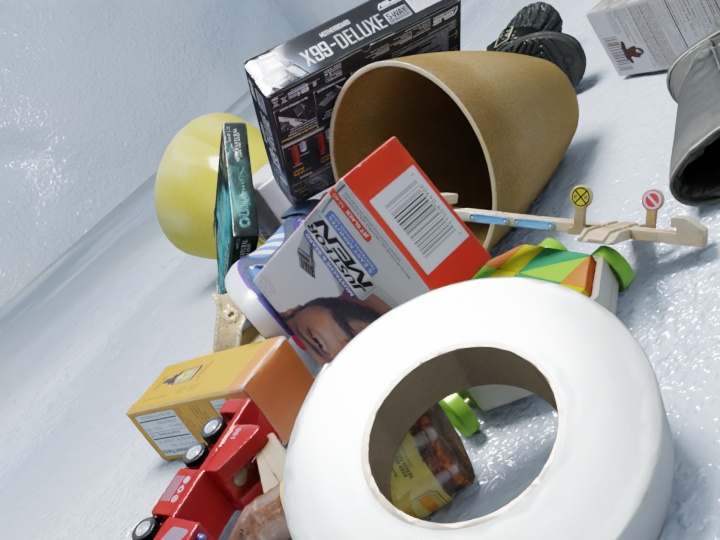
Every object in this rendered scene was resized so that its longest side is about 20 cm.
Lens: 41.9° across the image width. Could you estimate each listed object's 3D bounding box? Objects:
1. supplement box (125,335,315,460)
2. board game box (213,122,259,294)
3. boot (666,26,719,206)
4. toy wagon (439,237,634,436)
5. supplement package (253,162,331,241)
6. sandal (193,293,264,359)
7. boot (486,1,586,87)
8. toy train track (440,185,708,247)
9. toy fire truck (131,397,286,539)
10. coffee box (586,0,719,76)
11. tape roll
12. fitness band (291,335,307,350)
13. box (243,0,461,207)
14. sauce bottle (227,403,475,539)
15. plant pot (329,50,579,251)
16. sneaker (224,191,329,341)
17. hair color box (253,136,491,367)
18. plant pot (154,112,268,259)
[{"bbox_3d":[-0.124,0.116,0.827,0.198,0.069,0.067,-15,27,46],"label":"supplement box"},{"bbox_3d":[-0.139,-0.046,1.026,0.028,0.138,0.201,-3,-28,-14],"label":"board game box"},{"bbox_3d":[0.294,-0.144,0.678,0.182,0.073,0.200,-43,6,29],"label":"boot"},{"bbox_3d":[0.093,0.035,0.661,0.155,0.040,0.199,-40,18,-12],"label":"toy wagon"},{"bbox_3d":[-0.031,-0.107,1.109,0.199,0.122,0.119,-41,16,-16],"label":"supplement package"},{"bbox_3d":[-0.145,0.060,0.995,0.210,0.070,0.078,-36,17,1],"label":"sandal"},{"bbox_3d":[0.209,-0.259,1.112,0.158,0.080,0.209,-47,20,-29],"label":"boot"},{"bbox_3d":[0.134,-0.043,0.642,0.196,0.033,0.114,7,9,27],"label":"toy train track"},{"bbox_3d":[-0.065,0.142,0.667,0.139,0.049,0.201,-7,38,42],"label":"toy fire truck"},{"bbox_3d":[0.323,-0.254,0.883,0.114,0.080,0.199,-41,18,-13],"label":"coffee box"},{"bbox_3d":[0.055,0.090,0.477,0.199,0.037,0.205,-16,44,16],"label":"tape roll"},{"bbox_3d":[0.005,0.002,0.915,0.142,0.038,0.200,-15,27,50],"label":"fitness band"},{"bbox_3d":[0.001,-0.164,0.869,0.197,0.159,0.050,-30,60,-11],"label":"box"},{"bbox_3d":[-0.027,0.150,0.562,0.198,0.066,0.066,-34,18,10],"label":"sauce bottle"},{"bbox_3d":[0.105,-0.116,0.839,0.198,0.190,0.185,-28,10,-38],"label":"plant pot"},{"bbox_3d":[-0.044,-0.020,0.870,0.146,0.081,0.200,-41,9,8],"label":"sneaker"},{"bbox_3d":[0.000,0.000,0.714,0.064,0.111,0.200,-40,-1,-30],"label":"hair color box"},{"bbox_3d":[-0.156,-0.099,1.267,0.140,0.202,0.200,20,54,39],"label":"plant pot"}]
